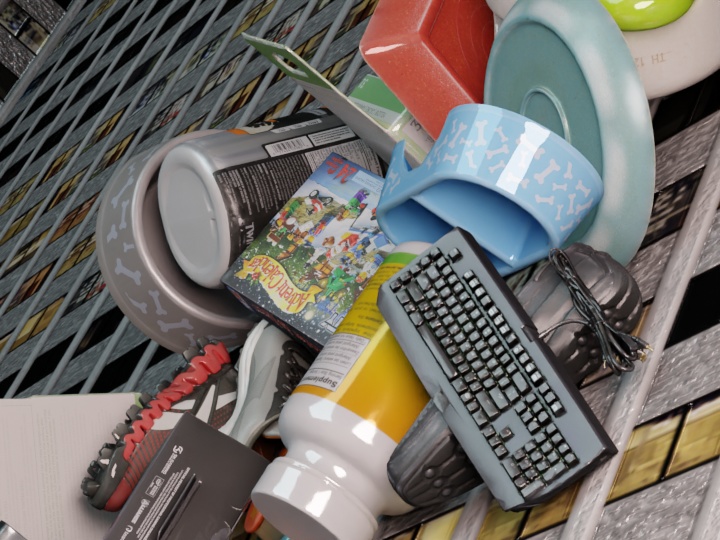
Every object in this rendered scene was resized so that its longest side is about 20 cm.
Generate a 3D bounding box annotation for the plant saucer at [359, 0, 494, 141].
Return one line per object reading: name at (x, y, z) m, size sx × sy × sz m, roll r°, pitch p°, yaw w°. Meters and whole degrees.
plant saucer at (0.097, -0.152, 1.745) m, size 0.037 × 0.200 × 0.200 m, roll -25°, pitch 27°, yaw 35°

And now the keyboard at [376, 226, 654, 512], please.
keyboard at (0.097, 0.045, 1.442) m, size 0.127 × 0.021 × 0.200 m, roll -34°, pitch 52°, yaw 2°

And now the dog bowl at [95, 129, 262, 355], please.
dog bowl at (-0.118, -0.027, 1.990) m, size 0.200 × 0.200 × 0.059 m, roll -59°, pitch 12°, yaw -30°

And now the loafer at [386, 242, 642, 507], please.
loafer at (0.089, 0.065, 1.490) m, size 0.201 × 0.068 × 0.070 m, roll -45°, pitch 47°, yaw -4°

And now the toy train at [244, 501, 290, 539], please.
toy train at (-0.081, 0.222, 1.614) m, size 0.150 × 0.056 × 0.200 m, roll -40°, pitch 19°, yaw 26°

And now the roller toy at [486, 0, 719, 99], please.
roller toy at (0.179, -0.204, 1.677) m, size 0.182 × 0.140 × 0.200 m, roll 10°, pitch 38°, yaw 32°

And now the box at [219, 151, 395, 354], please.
box at (0.000, 0.000, 1.785) m, size 0.137 × 0.038 × 0.200 m, roll -49°, pitch 41°, yaw -10°

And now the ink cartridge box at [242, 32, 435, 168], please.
ink cartridge box at (0.012, -0.125, 1.798) m, size 0.048 × 0.200 × 0.146 m, roll -49°, pitch 18°, yaw -4°

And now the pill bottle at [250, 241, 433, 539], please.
pill bottle at (0.016, 0.090, 1.565) m, size 0.200 × 0.111 × 0.111 m, roll -55°, pitch 18°, yaw -20°

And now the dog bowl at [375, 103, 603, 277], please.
dog bowl at (0.076, -0.044, 1.540) m, size 0.050 × 0.111 × 0.200 m, roll -61°, pitch 13°, yaw -21°

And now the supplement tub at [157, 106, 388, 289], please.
supplement tub at (-0.053, -0.064, 1.931) m, size 0.200 × 0.123 × 0.122 m, roll -15°, pitch -2°, yaw -31°

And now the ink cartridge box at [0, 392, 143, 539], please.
ink cartridge box at (-0.257, 0.171, 1.842) m, size 0.048 × 0.199 × 0.146 m, roll -21°, pitch 72°, yaw 56°

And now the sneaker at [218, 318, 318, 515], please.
sneaker at (-0.061, 0.106, 1.810) m, size 0.079 × 0.074 × 0.200 m, roll -13°, pitch 43°, yaw 46°

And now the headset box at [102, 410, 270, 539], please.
headset box at (-0.142, 0.201, 1.675) m, size 0.149 × 0.075 × 0.200 m, roll -59°, pitch -1°, yaw -30°

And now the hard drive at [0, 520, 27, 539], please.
hard drive at (-0.275, 0.307, 1.766) m, size 0.200 × 0.140 × 0.033 m, roll -52°, pitch 18°, yaw -11°

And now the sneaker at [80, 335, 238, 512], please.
sneaker at (-0.137, 0.134, 1.848) m, size 0.071 × 0.098 × 0.200 m, roll -50°, pitch -3°, yaw 40°

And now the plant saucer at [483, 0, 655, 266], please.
plant saucer at (0.130, -0.091, 1.573) m, size 0.027 × 0.201 × 0.200 m, roll -11°, pitch 2°, yaw -24°
